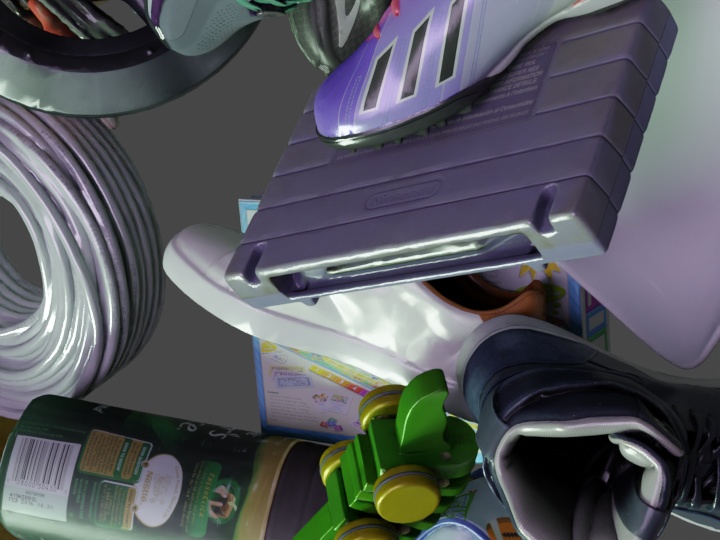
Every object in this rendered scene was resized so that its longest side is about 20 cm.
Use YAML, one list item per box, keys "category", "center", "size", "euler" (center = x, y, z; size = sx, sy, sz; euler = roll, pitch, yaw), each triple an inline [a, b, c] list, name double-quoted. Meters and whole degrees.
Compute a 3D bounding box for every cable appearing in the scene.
- category: "cable"
  center: [-0.194, -0.156, 0.848]
  size: [0.200, 0.097, 0.050]
  euler: [41, 82, -15]
- category: "cable"
  center: [-0.206, -0.014, 0.933]
  size: [0.200, 0.069, 0.201]
  euler: [36, 126, 17]

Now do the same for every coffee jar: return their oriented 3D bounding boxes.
- category: "coffee jar"
  center: [-0.090, 0.127, 0.866]
  size: [0.199, 0.104, 0.086]
  euler: [9, 74, 18]

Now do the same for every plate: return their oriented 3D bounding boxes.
- category: "plate"
  center: [0.130, -0.092, 0.698]
  size: [0.200, 0.032, 0.201]
  euler: [43, 119, 31]

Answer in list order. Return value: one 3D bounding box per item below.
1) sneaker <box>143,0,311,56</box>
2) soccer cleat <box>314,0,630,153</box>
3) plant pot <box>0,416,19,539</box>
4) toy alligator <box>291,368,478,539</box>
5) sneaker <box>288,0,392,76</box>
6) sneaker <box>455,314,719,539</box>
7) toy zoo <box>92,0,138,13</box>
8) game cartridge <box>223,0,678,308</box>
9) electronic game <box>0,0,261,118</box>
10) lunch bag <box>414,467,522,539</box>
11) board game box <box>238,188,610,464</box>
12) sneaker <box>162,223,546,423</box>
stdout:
- category: "sneaker"
  center: [-0.026, -0.143, 0.698]
  size: [0.200, 0.074, 0.088]
  euler: [-45, 69, 41]
- category: "soccer cleat"
  center: [0.052, -0.122, 0.662]
  size: [0.199, 0.068, 0.073]
  euler: [-30, 122, 22]
- category: "plant pot"
  center: [-0.237, 0.224, 0.963]
  size: [0.199, 0.176, 0.201]
  euler: [30, 117, 22]
- category: "toy alligator"
  center: [0.006, 0.119, 0.753]
  size: [0.200, 0.054, 0.059]
  euler: [-57, 30, 35]
- category: "sneaker"
  center: [0.025, -0.167, 0.729]
  size: [0.076, 0.084, 0.200]
  euler: [20, 125, -21]
- category: "sneaker"
  center: [0.140, 0.089, 0.665]
  size: [0.201, 0.146, 0.077]
  euler: [16, 102, -5]
- category: "toy zoo"
  center: [-0.164, -0.230, 0.879]
  size: [0.131, 0.020, 0.201]
  euler: [-29, 87, 35]
- category: "game cartridge"
  center: [0.038, -0.050, 0.695]
  size: [0.199, 0.130, 0.038]
  euler: [-9, 132, 42]
- category: "electronic game"
  center: [-0.138, -0.177, 0.805]
  size: [0.199, 0.042, 0.201]
  euler: [0, 84, -3]
- category: "lunch bag"
  center: [0.082, 0.203, 0.803]
  size: [0.200, 0.076, 0.160]
  euler: [42, 126, 6]
- category: "board game box"
  center: [0.032, 0.028, 0.820]
  size: [0.199, 0.034, 0.135]
  euler: [4, 106, 32]
- category: "sneaker"
  center: [0.000, 0.000, 0.773]
  size: [0.199, 0.073, 0.085]
  euler: [20, 111, 14]
